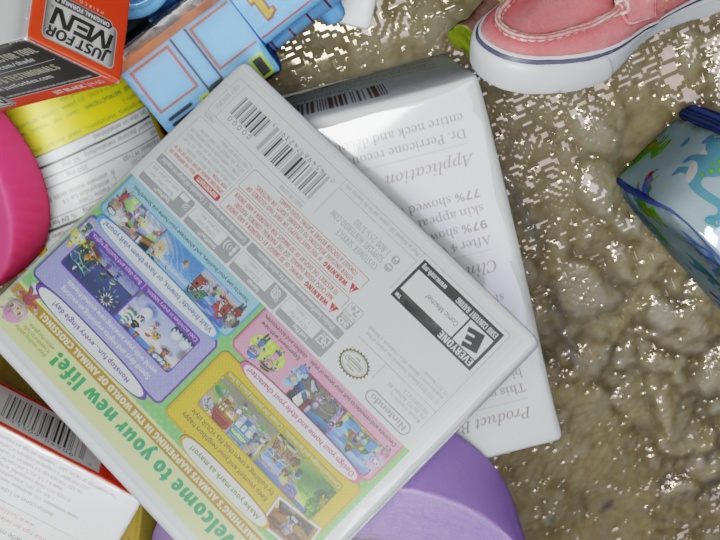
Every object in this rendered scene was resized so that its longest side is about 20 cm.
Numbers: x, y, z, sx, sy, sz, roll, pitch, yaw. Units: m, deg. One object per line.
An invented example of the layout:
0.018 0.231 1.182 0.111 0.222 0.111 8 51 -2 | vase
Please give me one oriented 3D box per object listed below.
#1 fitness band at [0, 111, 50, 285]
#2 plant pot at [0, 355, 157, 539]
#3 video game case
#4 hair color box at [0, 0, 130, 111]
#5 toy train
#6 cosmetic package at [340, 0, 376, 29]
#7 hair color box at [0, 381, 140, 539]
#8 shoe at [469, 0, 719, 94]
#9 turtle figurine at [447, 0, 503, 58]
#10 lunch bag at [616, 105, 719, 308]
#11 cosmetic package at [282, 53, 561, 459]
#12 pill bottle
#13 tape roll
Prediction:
-0.247 -0.050 0.804 0.199 0.037 0.144 -11 107 43 | fitness band
-0.188 0.142 0.841 0.199 0.176 0.201 6 101 -5 | plant pot
-0.050 0.030 0.693 0.182 0.022 0.200 -45 77 -6 | video game case
-0.158 -0.183 0.705 0.101 0.061 0.201 -6 72 37 | hair color box
-0.057 -0.163 0.761 0.200 0.087 0.114 -37 112 5 | toy train
-0.079 -0.209 0.824 0.199 0.074 0.102 13 103 -5 | cosmetic package
-0.200 0.158 0.722 0.111 0.064 0.200 30 98 -11 | hair color box
0.137 -0.165 0.762 0.200 0.071 0.091 -27 142 -31 | shoe
0.105 -0.191 0.818 0.161 0.064 0.200 -47 117 -8 | turtle figurine
0.246 0.000 0.846 0.082 0.161 0.200 -44 101 6 | lunch bag
0.000 0.000 0.827 0.167 0.166 0.201 -14 102 0 | cosmetic package
-0.163 -0.063 0.831 0.109 0.109 0.201 -22 103 1 | pill bottle
-0.009 0.170 0.762 0.199 0.066 0.201 -3 122 -5 | tape roll
